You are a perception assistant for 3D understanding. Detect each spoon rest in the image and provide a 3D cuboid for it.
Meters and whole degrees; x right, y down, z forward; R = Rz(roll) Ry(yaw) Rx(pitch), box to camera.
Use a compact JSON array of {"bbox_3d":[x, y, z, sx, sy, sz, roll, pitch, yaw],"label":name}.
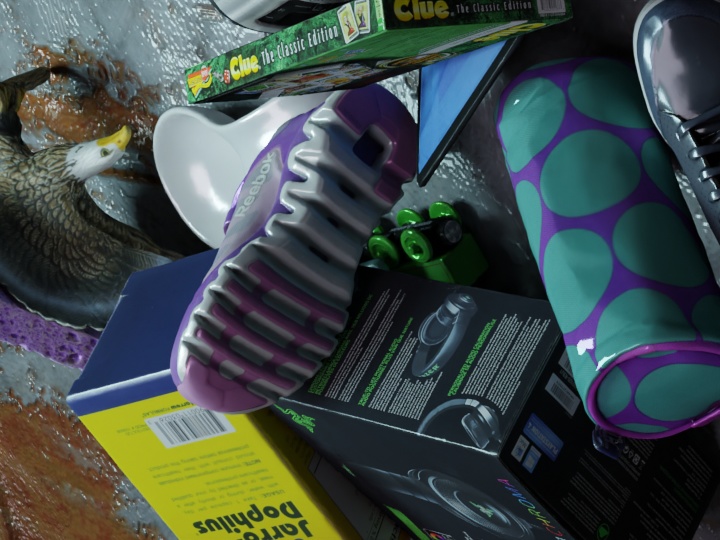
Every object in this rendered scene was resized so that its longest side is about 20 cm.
[{"bbox_3d":[-0.071,-0.072,1.400,0.100,0.061,0.200,59,143,1],"label":"spoon rest"}]

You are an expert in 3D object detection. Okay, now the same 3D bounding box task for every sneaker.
[{"bbox_3d":[0.187,-0.032,1.051,0.077,0.146,0.203,-28,99,15],"label":"sneaker"},{"bbox_3d":[-0.045,-0.011,1.256,0.080,0.201,0.088,40,159,-29],"label":"sneaker"}]

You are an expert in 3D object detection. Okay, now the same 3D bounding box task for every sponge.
[{"bbox_3d":[-0.242,0.009,1.470,0.030,0.200,0.112,-59,33,10],"label":"sponge"}]

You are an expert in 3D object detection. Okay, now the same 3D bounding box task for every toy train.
[{"bbox_3d":[0.000,0.000,1.386,0.200,0.042,0.057,-11,116,52],"label":"toy train"}]

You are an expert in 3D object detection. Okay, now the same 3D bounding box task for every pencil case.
[{"bbox_3d":[0.126,-0.012,1.120,0.092,0.085,0.201,43,-154,-46],"label":"pencil case"}]

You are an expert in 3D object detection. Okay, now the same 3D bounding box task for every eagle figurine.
[{"bbox_3d":[-0.191,-0.037,1.488,0.201,0.151,0.151,60,146,0],"label":"eagle figurine"}]

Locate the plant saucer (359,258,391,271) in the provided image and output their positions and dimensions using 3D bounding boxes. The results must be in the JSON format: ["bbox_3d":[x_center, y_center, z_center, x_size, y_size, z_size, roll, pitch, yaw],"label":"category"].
[{"bbox_3d":[-0.048,0.040,1.386,0.199,0.019,0.070,-17,125,36],"label":"plant saucer"}]

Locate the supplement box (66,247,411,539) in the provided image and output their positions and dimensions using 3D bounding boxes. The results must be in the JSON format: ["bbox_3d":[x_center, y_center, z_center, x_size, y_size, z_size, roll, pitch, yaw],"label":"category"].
[{"bbox_3d":[-0.060,0.097,1.353,0.109,0.109,0.200,-16,124,33],"label":"supplement box"}]

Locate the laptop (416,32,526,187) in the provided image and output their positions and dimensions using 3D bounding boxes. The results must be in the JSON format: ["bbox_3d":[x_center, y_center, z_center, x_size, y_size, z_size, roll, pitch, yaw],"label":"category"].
[{"bbox_3d":[0.017,-0.179,1.184,0.200,0.103,0.177,43,141,7],"label":"laptop"}]

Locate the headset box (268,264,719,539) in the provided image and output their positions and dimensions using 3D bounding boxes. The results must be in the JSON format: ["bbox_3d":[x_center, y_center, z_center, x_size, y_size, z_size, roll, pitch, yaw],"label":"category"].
[{"bbox_3d":[0.065,0.087,1.263,0.200,0.093,0.174,12,155,45],"label":"headset box"}]

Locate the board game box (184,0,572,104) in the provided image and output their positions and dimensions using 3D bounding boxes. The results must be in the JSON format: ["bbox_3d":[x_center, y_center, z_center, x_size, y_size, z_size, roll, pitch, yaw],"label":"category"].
[{"bbox_3d":[0.004,-0.110,1.121,0.200,0.104,0.024,-11,84,59],"label":"board game box"}]

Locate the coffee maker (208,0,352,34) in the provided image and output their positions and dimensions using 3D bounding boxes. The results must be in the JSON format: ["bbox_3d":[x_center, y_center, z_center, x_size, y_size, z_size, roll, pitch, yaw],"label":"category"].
[{"bbox_3d":[0.003,-0.220,1.087,0.200,0.134,0.193,-8,66,58],"label":"coffee maker"}]
